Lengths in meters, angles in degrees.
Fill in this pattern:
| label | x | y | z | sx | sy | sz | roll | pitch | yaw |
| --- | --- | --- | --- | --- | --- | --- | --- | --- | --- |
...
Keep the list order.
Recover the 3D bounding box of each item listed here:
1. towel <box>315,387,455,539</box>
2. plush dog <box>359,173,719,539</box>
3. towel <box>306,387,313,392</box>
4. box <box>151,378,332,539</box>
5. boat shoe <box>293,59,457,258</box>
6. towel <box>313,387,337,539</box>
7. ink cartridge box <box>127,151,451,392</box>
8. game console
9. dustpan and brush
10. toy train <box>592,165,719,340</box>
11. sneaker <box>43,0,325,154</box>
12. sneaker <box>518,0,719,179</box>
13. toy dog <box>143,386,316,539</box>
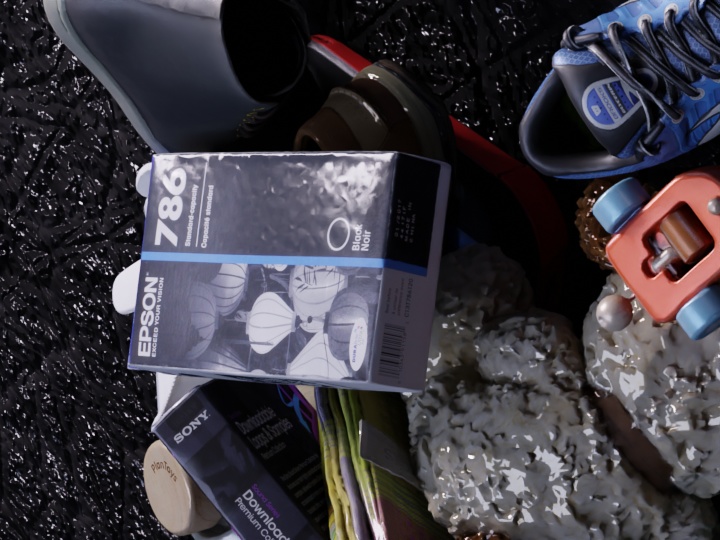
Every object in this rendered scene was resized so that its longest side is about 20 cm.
| label | x | y | z | sx | sy | sz | roll | pitch | yaw |
| --- | --- | --- | --- | --- | --- | --- | --- | --- | --- |
| towel | 0.055 | 0.126 | 1.256 | 0.200 | 0.023 | 0.144 | 37 | -156 | -32 |
| plush dog | 0.112 | 0.060 | 1.185 | 0.172 | 0.160 | 0.200 | -39 | 92 | 22 |
| towel | -0.048 | 0.072 | 1.496 | 0.200 | 0.023 | 0.144 | -4 | 112 | 62 |
| box | -0.008 | 0.131 | 1.305 | 0.200 | 0.036 | 0.143 | 52 | -169 | 4 |
| boat shoe | 0.000 | 0.000 | 1.296 | 0.076 | 0.074 | 0.201 | 29 | 136 | 43 |
| towel | 0.013 | 0.112 | 1.314 | 0.086 | 0.018 | 0.200 | 47 | -169 | -18 |
| ink cartridge box | -0.047 | -0.001 | 1.225 | 0.199 | 0.039 | 0.100 | 0 | 82 | 47 |
| game console | 0.027 | 0.004 | 1.353 | 0.177 | 0.031 | 0.201 | 35 | 140 | 33 |
| dustpan and brush | -0.087 | -0.004 | 1.429 | 0.200 | 0.057 | 0.140 | -28 | 62 | 55 |
| toy train | 0.190 | 0.016 | 1.091 | 0.200 | 0.056 | 0.150 | 50 | 123 | 17 |
| sneaker | -0.050 | -0.081 | 1.253 | 0.106 | 0.075 | 0.200 | 20 | 170 | 36 |
| sneaker | 0.130 | -0.079 | 1.092 | 0.079 | 0.089 | 0.200 | 57 | 145 | 3 |
| toy dog | -0.056 | 0.158 | 1.420 | 0.096 | 0.131 | 0.201 | -12 | 73 | 63 |
